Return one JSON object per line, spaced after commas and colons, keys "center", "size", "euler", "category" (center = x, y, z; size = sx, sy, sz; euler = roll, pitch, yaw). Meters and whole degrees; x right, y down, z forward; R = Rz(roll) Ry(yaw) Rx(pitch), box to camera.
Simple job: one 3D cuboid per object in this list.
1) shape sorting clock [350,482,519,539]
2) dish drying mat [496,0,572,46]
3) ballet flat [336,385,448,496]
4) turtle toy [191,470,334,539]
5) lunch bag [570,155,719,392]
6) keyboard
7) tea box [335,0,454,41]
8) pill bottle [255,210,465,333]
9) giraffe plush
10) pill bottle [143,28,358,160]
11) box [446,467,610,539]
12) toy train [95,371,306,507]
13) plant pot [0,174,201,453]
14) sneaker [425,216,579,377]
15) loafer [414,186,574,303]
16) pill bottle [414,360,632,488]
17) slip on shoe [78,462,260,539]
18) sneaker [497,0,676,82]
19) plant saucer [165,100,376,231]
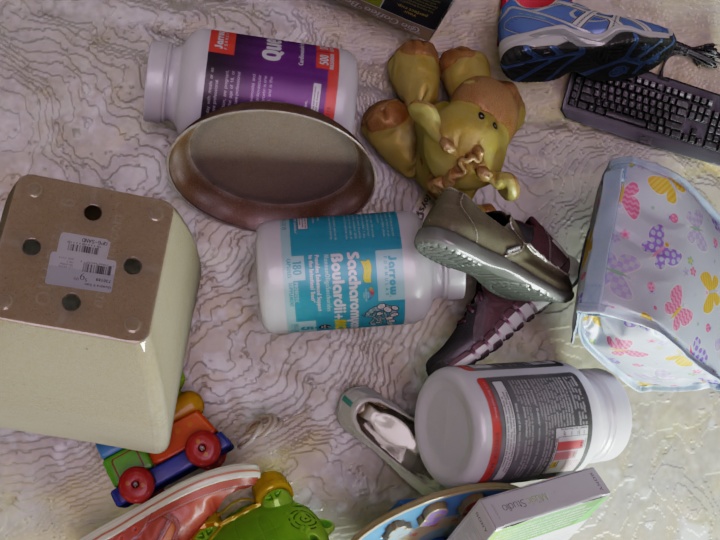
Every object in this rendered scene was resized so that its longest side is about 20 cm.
{"center": [0.074, 0.261, 1.077], "size": [0.198, 0.201, 0.039], "euler": [-13, 58, -9], "category": "shape sorting clock"}
{"center": [0.193, -0.330, 1.179], "size": [0.076, 0.018, 0.202], "euler": [8, 88, -10], "category": "dish drying mat"}
{"center": [0.063, 0.186, 1.128], "size": [0.199, 0.069, 0.070], "euler": [34, 84, -7], "category": "ballet flat"}
{"center": [-0.111, 0.296, 1.073], "size": [0.199, 0.146, 0.102], "euler": [-27, 128, -8], "category": "turtle toy"}
{"center": [0.275, 0.006, 1.084], "size": [0.200, 0.126, 0.171], "euler": [34, 61, -42], "category": "lunch bag"}
{"center": [0.320, -0.197, 1.196], "size": [0.198, 0.021, 0.128], "euler": [15, 87, -9], "category": "keyboard"}
{"center": [0.021, -0.350, 1.050], "size": [0.199, 0.197, 0.135], "euler": [22, 67, -9], "category": "tea box"}
{"center": [0.000, 0.000, 1.088], "size": [0.198, 0.111, 0.112], "euler": [-5, 90, -2], "category": "pill bottle"}
{"center": [0.093, -0.132, 1.087], "size": [0.171, 0.162, 0.202], "euler": [9, 87, -9], "category": "giraffe plush"}
{"center": [-0.106, -0.170, 1.083], "size": [0.198, 0.112, 0.114], "euler": [7, 88, -9], "category": "pill bottle"}
{"center": [0.132, 0.267, 1.061], "size": [0.143, 0.201, 0.036], "euler": [-7, 53, -34], "category": "box"}
{"center": [-0.166, 0.138, 1.091], "size": [0.199, 0.085, 0.116], "euler": [-28, 80, -8], "category": "toy train"}
{"center": [-0.246, 0.025, 0.992], "size": [0.198, 0.177, 0.201], "euler": [11, 61, -9], "category": "plant pot"}
{"center": [0.122, 0.017, 1.144], "size": [0.199, 0.076, 0.116], "euler": [-36, 88, -17], "category": "sneaker"}
{"center": [0.135, -0.021, 1.042], "size": [0.199, 0.075, 0.070], "euler": [25, 74, -41], "category": "loafer"}
{"center": [0.162, 0.148, 1.094], "size": [0.199, 0.116, 0.117], "euler": [0, 89, -31], "category": "pill bottle"}
{"center": [-0.179, 0.241, 1.052], "size": [0.199, 0.074, 0.061], "euler": [-30, 78, -6], "category": "slip on shoe"}
{"center": [0.231, -0.242, 1.138], "size": [0.198, 0.076, 0.078], "euler": [-2, 63, -19], "category": "sneaker"}
{"center": [-0.083, -0.100, 1.058], "size": [0.198, 0.201, 0.032], "euler": [6, 60, -9], "category": "plant saucer"}
